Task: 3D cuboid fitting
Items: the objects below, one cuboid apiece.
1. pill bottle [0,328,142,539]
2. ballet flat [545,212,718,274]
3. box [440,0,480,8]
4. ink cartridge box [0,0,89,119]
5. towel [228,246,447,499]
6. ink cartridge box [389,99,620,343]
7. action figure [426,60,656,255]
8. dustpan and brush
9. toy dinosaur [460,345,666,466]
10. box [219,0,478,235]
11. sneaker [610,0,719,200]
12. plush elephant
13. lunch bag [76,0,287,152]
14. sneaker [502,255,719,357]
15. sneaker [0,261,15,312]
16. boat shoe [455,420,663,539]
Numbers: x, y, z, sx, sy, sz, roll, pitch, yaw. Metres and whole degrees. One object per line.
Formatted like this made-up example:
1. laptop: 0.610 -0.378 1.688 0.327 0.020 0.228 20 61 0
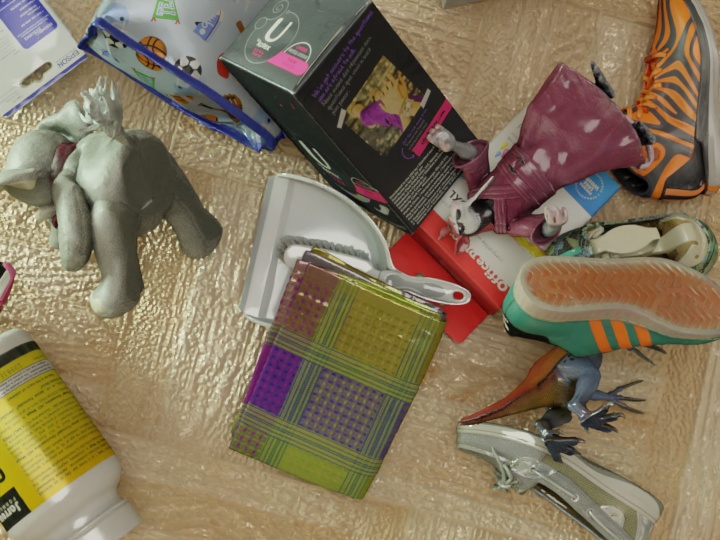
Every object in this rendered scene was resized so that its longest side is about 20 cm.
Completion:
1. pill bottle: -0.279 0.160 1.239 0.112 0.112 0.200 -36 86 -8
2. ballet flat: 0.260 -0.019 1.288 0.199 0.074 0.074 -11 83 -31
3. box: 0.117 -0.363 1.341 0.124 0.097 0.201 -13 84 -6
4. ink cartridge box: -0.344 -0.239 1.321 0.099 0.039 0.200 -37 86 -8
5. towel: -0.021 0.094 1.283 0.143 0.023 0.201 22 103 0
6. ink cartridge box: 0.124 -0.042 1.317 0.116 0.067 0.200 45 82 2
7. action figure: 0.145 -0.091 1.253 0.200 0.149 0.134 -40 80 11
8. dustpan and brush: 0.000 0.000 1.294 0.199 0.057 0.140 13 95 -3
9. toy dinosaur: 0.194 0.071 1.271 0.199 0.105 0.182 19 42 -17
10. box: -0.006 -0.143 1.244 0.106 0.122 0.200 -50 131 -8
11. sneaker: 0.271 -0.164 1.338 0.112 0.078 0.201 -5 83 -6
12. plush elephant: -0.245 -0.069 1.261 0.165 0.154 0.201 -48 128 -45
13. lunch bag: -0.124 -0.223 1.291 0.200 0.124 0.170 29 80 -15
14. sneaker: 0.216 0.035 1.226 0.199 0.080 0.072 8 58 -11
15. sneaker: -0.390 0.055 1.263 0.087 0.074 0.200 44 87 -4
16. boat shoe: 0.172 0.193 1.291 0.202 0.074 0.065 27 78 -7
